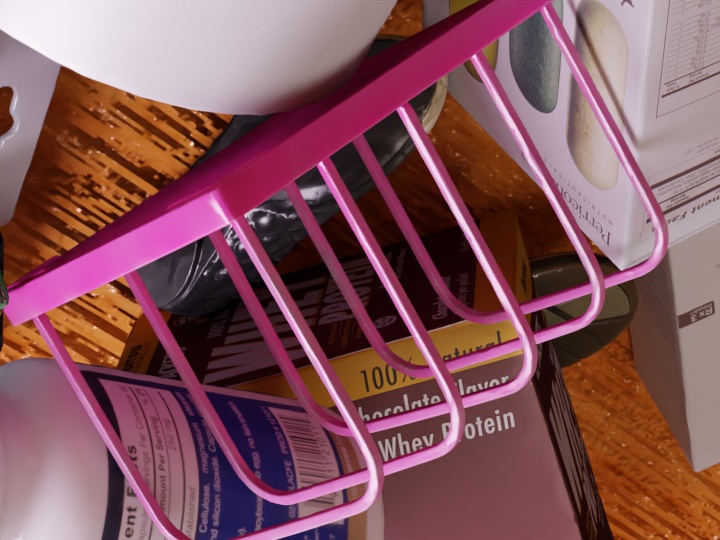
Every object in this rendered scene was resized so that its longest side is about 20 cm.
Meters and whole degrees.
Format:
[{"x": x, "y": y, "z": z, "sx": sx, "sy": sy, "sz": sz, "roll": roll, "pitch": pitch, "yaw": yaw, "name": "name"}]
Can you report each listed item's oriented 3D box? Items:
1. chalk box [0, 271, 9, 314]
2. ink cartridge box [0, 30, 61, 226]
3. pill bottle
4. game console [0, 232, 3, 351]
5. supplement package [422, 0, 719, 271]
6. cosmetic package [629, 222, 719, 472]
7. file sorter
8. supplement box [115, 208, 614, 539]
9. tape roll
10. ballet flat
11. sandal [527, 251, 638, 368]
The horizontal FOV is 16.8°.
[{"x": -0.205, "y": -0.041, "z": 0.852, "sx": 0.124, "sy": 0.124, "sz": 0.201, "roll": -20, "pitch": 138, "yaw": -9, "name": "chalk box"}, {"x": -0.224, "y": -0.081, "z": 0.944, "sx": 0.199, "sy": 0.067, "sz": 0.116, "roll": 2, "pitch": 132, "yaw": -28, "name": "ink cartridge box"}, {"x": -0.099, "y": 0.096, "z": 0.947, "sx": 0.199, "sy": 0.116, "sz": 0.116, "roll": 13, "pitch": 128, "yaw": -37, "name": "pill bottle"}, {"x": -0.211, "y": 0.081, "z": 1.020, "sx": 0.171, "sy": 0.119, "sz": 0.200, "roll": -23, "pitch": 168, "yaw": -14, "name": "game console"}, {"x": 0.125, "y": -0.141, "z": 0.965, "sx": 0.150, "sy": 0.152, "sz": 0.201, "roll": -26, "pitch": 143, "yaw": -21, "name": "supplement package"}, {"x": 0.194, "y": 0.001, "z": 1.231, "sx": 0.112, "sy": 0.081, "sz": 0.201, "roll": -23, "pitch": 139, "yaw": -4, "name": "cosmetic package"}, {"x": 0.000, "y": 0.000, "z": 0.898, "sx": 0.139, "sy": 0.126, "sz": 0.200, "roll": -22, "pitch": -169, "yaw": 47, "name": "file sorter"}, {"x": 0.007, "y": 0.108, "z": 1.120, "sx": 0.196, "sy": 0.133, "sz": 0.201, "roll": -16, "pitch": 108, "yaw": 10, "name": "supplement box"}, {"x": -0.071, "y": -0.147, "z": 0.848, "sx": 0.201, "sy": 0.203, "sz": 0.071, "roll": 7, "pitch": 131, "yaw": -32, "name": "tape roll"}, {"x": -0.031, "y": -0.045, "z": 1.082, "sx": 0.200, "sy": 0.067, "sz": 0.057, "roll": -37, "pitch": 167, "yaw": 36, "name": "ballet flat"}, {"x": 0.037, "y": 0.024, "z": 1.207, "sx": 0.199, "sy": 0.055, "sz": 0.082, "roll": -19, "pitch": 141, "yaw": 17, "name": "sandal"}]
